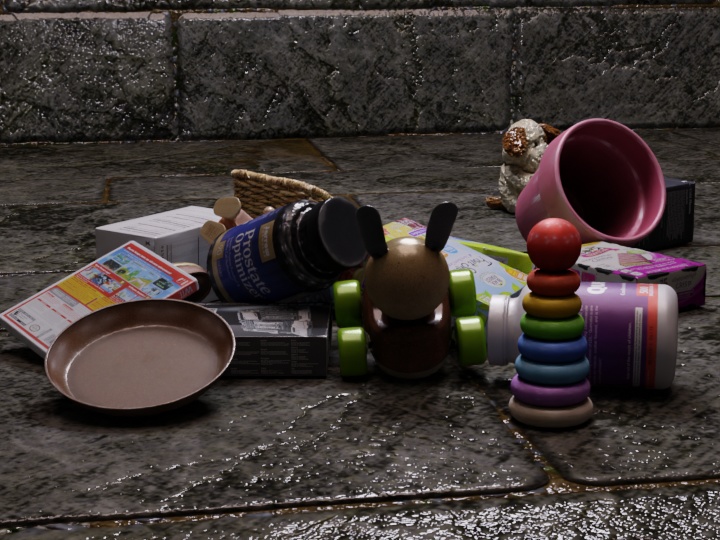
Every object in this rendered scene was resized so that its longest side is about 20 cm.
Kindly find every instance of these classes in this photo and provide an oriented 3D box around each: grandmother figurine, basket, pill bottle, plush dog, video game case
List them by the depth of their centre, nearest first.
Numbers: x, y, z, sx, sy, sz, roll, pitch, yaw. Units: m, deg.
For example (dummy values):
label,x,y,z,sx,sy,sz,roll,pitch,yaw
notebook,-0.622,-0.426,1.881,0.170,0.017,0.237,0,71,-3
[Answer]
label,x,y,z,sx,sy,sz,roll,pitch,yaw
pill bottle,0.239,0.068,1.463,0.198,0.113,0.112,2,12,11
video game case,-0.313,0.038,1.622,0.199,0.018,0.143,-33,41,-30
pill bottle,-0.086,-0.021,1.648,0.199,0.113,0.111,-20,-4,43
grandmother figurine,-0.141,-0.025,1.878,0.060,0.122,0.200,37,1,38
basket,-0.088,-0.080,2.072,0.142,0.150,0.199,-11,15,-40
plush dog,0.311,-0.197,2.540,0.159,0.173,0.200,6,14,29

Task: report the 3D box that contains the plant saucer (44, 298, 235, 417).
label,x,y,z,sx,sy,sz,roll,pitch,yaw
plant saucer,-0.230,0.095,1.429,0.198,0.032,0.201,-2,33,1

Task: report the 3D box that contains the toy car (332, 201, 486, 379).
label,x,y,z,sx,sy,sz,roll,pitch,yaw
toy car,0.050,0.003,1.488,0.163,0.201,0.158,-5,40,-1

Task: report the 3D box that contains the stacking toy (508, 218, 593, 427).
label,x,y,z,sx,sy,sz,roll,pitch,yaw
stacking toy,0.190,0.049,1.342,0.085,0.202,0.085,0,12,0

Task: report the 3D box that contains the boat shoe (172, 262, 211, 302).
label,x,y,z,sx,sy,sz,roll,pitch,yaw
boat shoe,-0.258,0.045,1.702,0.067,0.073,0.199,16,26,38

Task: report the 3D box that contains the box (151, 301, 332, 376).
label,x,y,z,sx,sy,sz,roll,pitch,yaw
box,-0.133,0.078,1.574,0.198,0.050,0.158,0,12,1

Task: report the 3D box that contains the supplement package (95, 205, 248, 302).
label,x,y,z,sx,sy,sz,roll,pitch,yaw
supplement package,-0.255,-0.015,1.859,0.109,0.115,0.199,9,15,32

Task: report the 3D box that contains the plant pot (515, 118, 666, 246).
label,x,y,z,sx,sy,sz,roll,pitch,yaw
plant pot,0.334,-0.107,2.068,0.199,0.202,0.179,-7,-14,-27

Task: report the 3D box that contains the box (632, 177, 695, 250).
label,x,y,z,sx,sy,sz,roll,pitch,yaw
box,0.420,-0.100,2.252,0.181,0.105,0.199,-10,16,-35

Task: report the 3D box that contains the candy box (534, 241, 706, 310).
label,x,y,z,sx,sy,sz,roll,pitch,yaw
candy box,0.351,0.010,1.849,0.136,0.062,0.199,-10,15,-34

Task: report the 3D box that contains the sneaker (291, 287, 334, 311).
label,x,y,z,sx,sy,sz,roll,pitch,yaw
sneaker,-0.075,0.033,1.776,0.199,0.080,0.096,2,29,31

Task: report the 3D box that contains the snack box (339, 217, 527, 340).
label,x,y,z,sx,sy,sz,roll,pitch,yaw
snack box,0.098,0.012,1.699,0.199,0.068,0.168,27,22,18

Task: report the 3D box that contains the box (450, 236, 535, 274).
label,x,y,z,sx,sy,sz,roll,pitch,yaw
box,0.154,-0.020,1.970,0.121,0.048,0.199,9,4,-37
